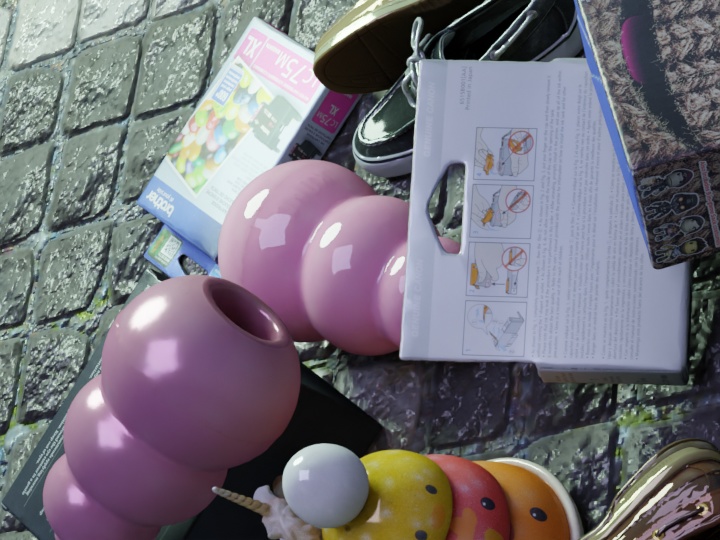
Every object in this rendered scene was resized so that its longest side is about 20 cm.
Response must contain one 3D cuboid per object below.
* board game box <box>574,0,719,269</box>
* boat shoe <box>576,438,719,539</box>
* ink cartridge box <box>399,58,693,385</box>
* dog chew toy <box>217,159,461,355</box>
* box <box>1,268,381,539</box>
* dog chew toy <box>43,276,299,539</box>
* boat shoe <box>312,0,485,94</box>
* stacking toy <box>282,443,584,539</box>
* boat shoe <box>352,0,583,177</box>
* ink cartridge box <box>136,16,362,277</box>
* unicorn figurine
[{"bbox_3d":[0.240,-0.114,1.493,0.200,0.097,0.160,-16,53,3],"label":"board game box"},{"bbox_3d":[0.152,0.190,1.489,0.200,0.072,0.068,-50,41,7],"label":"boat shoe"},{"bbox_3d":[0.118,-0.031,1.586,0.173,0.044,0.200,1,75,12],"label":"ink cartridge box"},{"bbox_3d":[0.000,0.000,1.707,0.200,0.125,0.125,20,83,40],"label":"dog chew toy"},{"bbox_3d":[-0.118,0.133,1.753,0.182,0.104,0.200,36,95,47],"label":"box"},{"bbox_3d":[-0.127,0.101,1.612,0.200,0.124,0.125,-53,42,19],"label":"dog chew toy"},{"bbox_3d":[0.052,-0.194,1.800,0.200,0.074,0.066,-29,47,17],"label":"boat shoe"},{"bbox_3d":[0.025,0.157,1.533,0.146,0.200,0.146,-21,56,35],"label":"stacking toy"},{"bbox_3d":[0.062,-0.135,1.754,0.199,0.068,0.074,-29,50,30],"label":"boat shoe"},{"bbox_3d":[-0.090,-0.079,1.892,0.119,0.042,0.200,35,96,48],"label":"ink cartridge box"},{"bbox_3d":[-0.038,0.183,1.611,0.074,0.200,0.137,-12,24,0],"label":"unicorn figurine"}]
